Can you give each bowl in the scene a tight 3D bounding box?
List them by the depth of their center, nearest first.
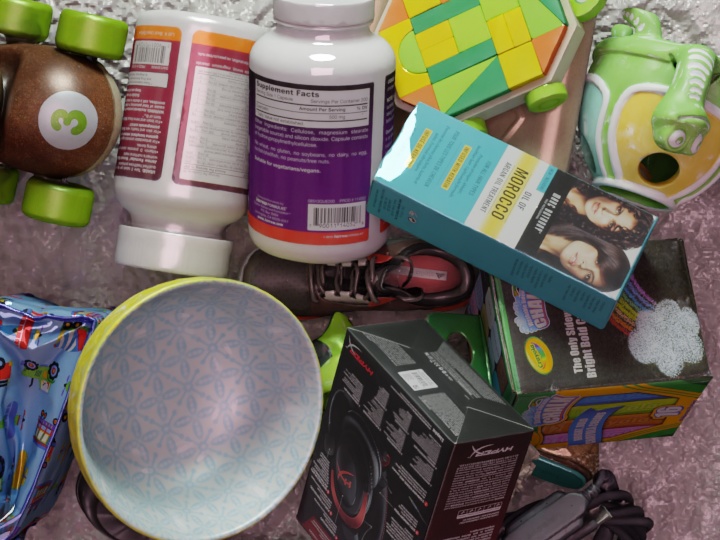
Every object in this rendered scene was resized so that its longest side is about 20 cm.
[{"bbox_3d":[-0.139,0.096,1.334,0.200,0.108,0.201,-6,101,-30],"label":"bowl"}]

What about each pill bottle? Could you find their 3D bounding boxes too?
[{"bbox_3d":[-0.030,-0.113,1.357,0.112,0.112,0.200,2,110,0],"label":"pill bottle"},{"bbox_3d":[-0.136,-0.098,1.398,0.109,0.110,0.200,8,91,0],"label":"pill bottle"}]

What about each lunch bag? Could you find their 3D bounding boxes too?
[{"bbox_3d":[-0.253,0.124,1.382,0.094,0.151,0.200,9,91,0],"label":"lunch bag"}]

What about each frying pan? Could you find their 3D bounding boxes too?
[{"bbox_3d":[-0.135,0.187,1.417,0.190,0.031,0.115,4,130,0],"label":"frying pan"}]

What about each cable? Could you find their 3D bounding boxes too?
[{"bbox_3d":[0.135,0.238,1.394,0.200,0.163,0.051,-38,56,2],"label":"cable"}]

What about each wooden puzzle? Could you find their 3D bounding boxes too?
[{"bbox_3d":[0.086,-0.165,1.407,0.200,0.046,0.186,10,88,25],"label":"wooden puzzle"}]

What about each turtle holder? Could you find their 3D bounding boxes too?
[{"bbox_3d":[0.242,-0.115,1.361,0.141,0.185,0.132,22,88,-29],"label":"turtle holder"}]

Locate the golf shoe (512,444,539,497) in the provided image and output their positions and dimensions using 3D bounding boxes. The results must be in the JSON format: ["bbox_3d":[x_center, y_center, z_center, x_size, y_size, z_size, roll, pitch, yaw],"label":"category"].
[{"bbox_3d":[0.056,0.168,1.380,0.097,0.078,0.200,54,133,10],"label":"golf shoe"}]

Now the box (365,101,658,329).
[{"bbox_3d":[0.111,-0.042,1.312,0.200,0.049,0.082,26,63,8],"label":"box"}]

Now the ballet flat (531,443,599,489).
[{"bbox_3d":[0.101,0.115,1.435,0.200,0.071,0.065,22,64,-3],"label":"ballet flat"}]

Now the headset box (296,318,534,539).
[{"bbox_3d":[0.032,0.160,1.302,0.075,0.149,0.200,-5,123,-34],"label":"headset box"}]

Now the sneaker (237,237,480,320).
[{"bbox_3d":[0.000,0.000,1.414,0.200,0.082,0.077,-4,91,0],"label":"sneaker"}]

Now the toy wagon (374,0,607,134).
[{"bbox_3d":[0.109,-0.192,1.353,0.200,0.040,0.155,-23,75,20],"label":"toy wagon"}]

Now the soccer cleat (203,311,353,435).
[{"bbox_3d":[-0.084,0.099,1.424,0.200,0.068,0.081,-23,68,13],"label":"soccer cleat"}]

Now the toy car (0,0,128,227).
[{"bbox_3d":[-0.293,-0.130,1.337,0.158,0.200,0.165,16,97,30],"label":"toy car"}]

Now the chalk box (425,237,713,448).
[{"bbox_3d":[0.149,0.060,1.363,0.200,0.124,0.125,-3,64,-7],"label":"chalk box"}]
